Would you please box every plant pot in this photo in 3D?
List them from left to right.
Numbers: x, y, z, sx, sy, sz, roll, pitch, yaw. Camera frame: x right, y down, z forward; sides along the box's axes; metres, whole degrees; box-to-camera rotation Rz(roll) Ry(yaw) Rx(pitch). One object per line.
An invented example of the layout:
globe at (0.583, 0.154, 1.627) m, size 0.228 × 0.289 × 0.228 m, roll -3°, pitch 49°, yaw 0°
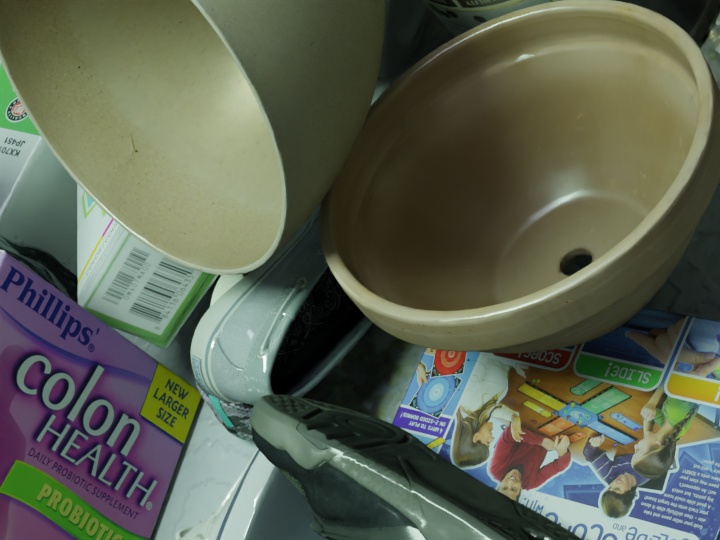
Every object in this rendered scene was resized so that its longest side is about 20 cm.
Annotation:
plant pot at (-0.065, -0.117, 0.968) m, size 0.200 × 0.200 × 0.134 m, roll 18°, pitch 46°, yaw 42°
plant pot at (0.089, -0.028, 0.960) m, size 0.201 × 0.093 × 0.201 m, roll -20°, pitch 42°, yaw 19°

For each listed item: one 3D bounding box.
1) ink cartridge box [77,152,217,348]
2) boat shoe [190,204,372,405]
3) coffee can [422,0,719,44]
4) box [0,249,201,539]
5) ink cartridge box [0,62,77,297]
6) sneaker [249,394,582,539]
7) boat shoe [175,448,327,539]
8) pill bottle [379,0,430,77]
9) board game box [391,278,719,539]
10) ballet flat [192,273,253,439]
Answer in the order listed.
ink cartridge box at (-0.115, -0.061, 1.144) m, size 0.104 × 0.059 × 0.200 m, roll -54°, pitch 26°, yaw 28°
boat shoe at (-0.001, 0.000, 1.044) m, size 0.071 × 0.070 × 0.201 m, roll 17°, pitch 55°, yaw 44°
coffee can at (0.082, -0.190, 1.037) m, size 0.146 × 0.200 × 0.146 m, roll -18°, pitch 54°, yaw 26°
box at (-0.200, 0.115, 1.064) m, size 0.097 × 0.176 × 0.200 m, roll 1°, pitch 62°, yaw 37°
ink cartridge box at (-0.242, -0.027, 1.251) m, size 0.147 × 0.083 × 0.200 m, roll 12°, pitch 71°, yaw 41°
sneaker at (0.011, 0.138, 0.934) m, size 0.199 × 0.076 × 0.114 m, roll 31°, pitch 107°, yaw 30°
boat shoe at (-0.070, 0.158, 1.020) m, size 0.066 × 0.072 × 0.200 m, roll 14°, pitch 80°, yaw 36°
pill bottle at (-0.062, -0.185, 1.153) m, size 0.200 × 0.112 × 0.112 m, roll 15°, pitch 70°, yaw 14°
board game box at (0.105, 0.080, 0.960) m, size 0.200 × 0.034 × 0.135 m, roll 12°, pitch 70°, yaw 41°
ballet flat at (-0.044, -0.008, 1.105) m, size 0.072 × 0.072 × 0.200 m, roll -1°, pitch 62°, yaw 36°
